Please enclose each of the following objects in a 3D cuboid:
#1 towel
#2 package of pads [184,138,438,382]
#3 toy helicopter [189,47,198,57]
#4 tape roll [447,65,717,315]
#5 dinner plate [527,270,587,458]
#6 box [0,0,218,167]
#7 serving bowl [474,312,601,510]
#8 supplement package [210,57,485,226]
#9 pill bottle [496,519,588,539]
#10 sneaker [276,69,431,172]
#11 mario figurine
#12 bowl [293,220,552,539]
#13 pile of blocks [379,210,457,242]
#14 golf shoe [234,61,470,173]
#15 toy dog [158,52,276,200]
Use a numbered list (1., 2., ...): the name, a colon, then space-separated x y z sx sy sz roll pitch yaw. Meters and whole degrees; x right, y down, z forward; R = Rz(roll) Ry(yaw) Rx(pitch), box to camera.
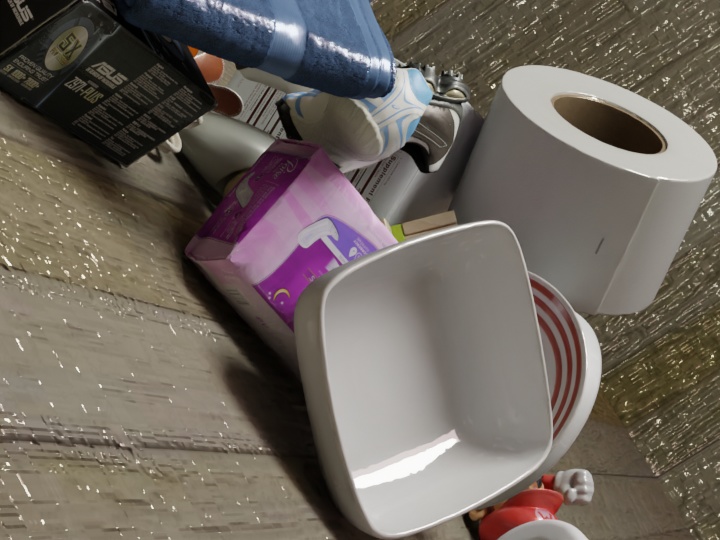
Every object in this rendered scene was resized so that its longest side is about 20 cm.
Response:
1. towel: -0.073 -0.172 1.159 0.200 0.049 0.112 16 38 -32
2. package of pads: -0.027 0.012 1.292 0.076 0.121 0.200 14 -30 53
3. toy helicopter: -0.170 -0.246 1.381 0.200 0.132 0.079 28 -36 34
4. tape roll: 0.191 -0.072 1.529 0.202 0.139 0.203 17 27 -9
5. dinner plate: 0.082 0.087 1.361 0.200 0.200 0.024 64 6 36
6. box: -0.202 -0.183 1.179 0.164 0.086 0.200 62 11 24
7. serving bowl: 0.095 0.094 1.422 0.066 0.200 0.200 43 15 -34
8. supplement package: 0.002 -0.120 1.601 0.200 0.147 0.191 33 1 21
9. pill bottle: 0.181 0.300 1.417 0.200 0.113 0.113 50 12 -34
10. sneaker: -0.007 -0.113 1.306 0.072 0.072 0.200 65 -20 -11
11. mario figurine: 0.135 0.173 1.603 0.106 0.123 0.200 65 -2 -38
12. bowl: 0.036 0.074 1.243 0.200 0.075 0.200 -20 103 -38
13. pile of blocks: 0.000 0.000 1.453 0.082 0.200 0.062 130 -49 -59
14. golf shoe: -0.010 -0.133 1.426 0.200 0.095 0.078 11 1 -15
15. toy dog: -0.107 -0.123 1.413 0.200 0.096 0.132 48 9 -44
